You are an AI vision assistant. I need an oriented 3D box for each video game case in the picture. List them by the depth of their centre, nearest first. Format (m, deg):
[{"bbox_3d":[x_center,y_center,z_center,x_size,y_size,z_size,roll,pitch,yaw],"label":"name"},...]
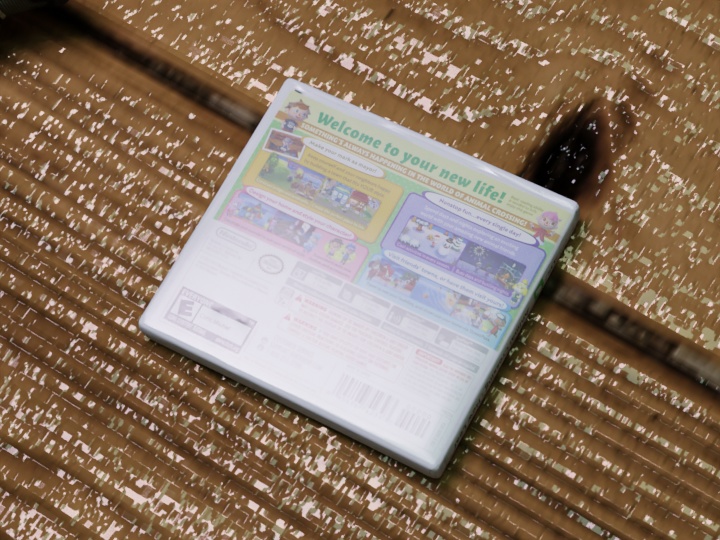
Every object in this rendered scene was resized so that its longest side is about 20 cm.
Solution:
[{"bbox_3d":[0.000,0.000,1.202,0.199,0.022,0.183,24,71,17],"label":"video game case"}]

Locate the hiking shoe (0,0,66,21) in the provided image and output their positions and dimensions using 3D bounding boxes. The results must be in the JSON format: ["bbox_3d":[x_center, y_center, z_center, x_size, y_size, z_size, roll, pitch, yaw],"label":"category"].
[{"bbox_3d":[-0.266,-0.146,1.270,0.199,0.076,0.101,-8,73,13],"label":"hiking shoe"}]
